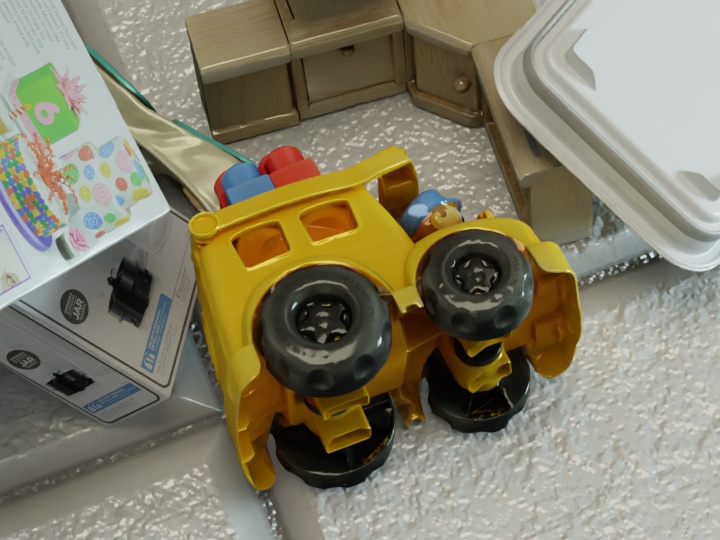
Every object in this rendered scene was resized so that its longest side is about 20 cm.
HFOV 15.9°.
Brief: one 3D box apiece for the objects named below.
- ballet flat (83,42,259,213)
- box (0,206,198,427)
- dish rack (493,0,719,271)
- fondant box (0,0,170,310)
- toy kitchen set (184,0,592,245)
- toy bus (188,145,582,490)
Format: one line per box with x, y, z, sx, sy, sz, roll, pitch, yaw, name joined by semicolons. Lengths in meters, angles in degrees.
-0.131;-0.073;1.528;0.199;0.070;0.069;35;65;24;ballet flat
-0.185;-0.014;1.418;0.060;0.199;0.117;-25;41;44;box
0.182;-0.112;1.472;0.172;0.044;0.200;43;48;-1;dish rack
-0.209;-0.050;1.327;0.200;0.058;0.145;-33;97;-45;fondant box
0.013;-0.111;1.478;0.198;0.164;0.181;-15;57;-5;toy kitchen set
0.000;0.000;1.421;0.199;0.136;0.193;-18;57;-9;toy bus
